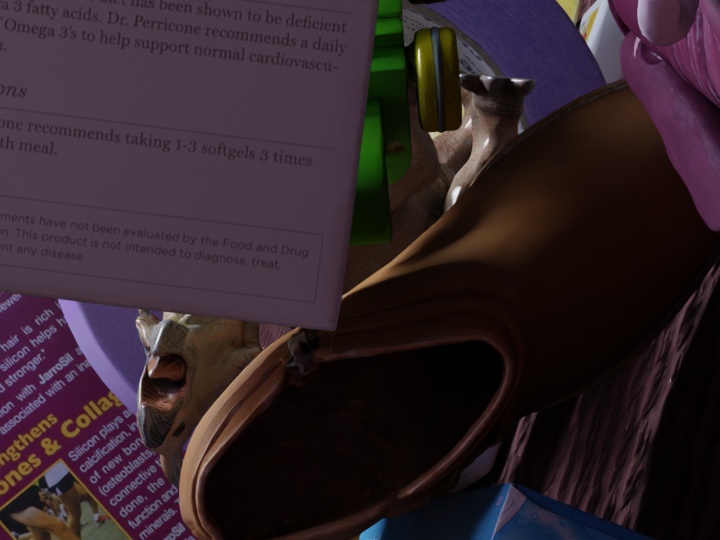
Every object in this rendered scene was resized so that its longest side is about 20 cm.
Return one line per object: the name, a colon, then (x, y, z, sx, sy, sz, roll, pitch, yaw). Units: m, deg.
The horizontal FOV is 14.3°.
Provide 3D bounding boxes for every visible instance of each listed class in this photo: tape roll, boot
tape roll: (-0.010, -0.026, 1.002, 0.066, 0.199, 0.201, 157, 134, -79)
boot: (0.036, 0.015, 0.788, 0.200, 0.074, 0.155, -41, -2, 0)

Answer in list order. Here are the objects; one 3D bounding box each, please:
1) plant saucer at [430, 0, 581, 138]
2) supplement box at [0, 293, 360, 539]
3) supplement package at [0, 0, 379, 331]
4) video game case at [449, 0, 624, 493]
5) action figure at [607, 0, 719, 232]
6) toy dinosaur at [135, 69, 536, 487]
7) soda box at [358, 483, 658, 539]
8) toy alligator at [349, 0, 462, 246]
plant saucer: (0.020, -0.011, 1.175, 0.200, 0.048, 0.201, 120, 169, -48)
supplement box: (-0.109, 0.070, 1.073, 0.131, 0.200, 0.103, -38, -7, -28)
supplement package: (-0.051, -0.095, 0.736, 0.117, 0.116, 0.201, -108, 25, -84)
video game case: (0.054, 0.002, 1.169, 0.182, 0.023, 0.201, 134, 158, -72)
action figure: (0.087, -0.052, 0.613, 0.200, 0.148, 0.135, -144, 69, -69)
toy dinosaur: (0.000, 0.000, 0.928, 0.086, 0.199, 0.136, 13, 99, 56)
soda box: (0.037, 0.105, 0.805, 0.200, 0.064, 0.068, 144, 147, -79)
toy alligator: (-0.005, -0.094, 0.859, 0.054, 0.059, 0.201, 88, 177, -68)
